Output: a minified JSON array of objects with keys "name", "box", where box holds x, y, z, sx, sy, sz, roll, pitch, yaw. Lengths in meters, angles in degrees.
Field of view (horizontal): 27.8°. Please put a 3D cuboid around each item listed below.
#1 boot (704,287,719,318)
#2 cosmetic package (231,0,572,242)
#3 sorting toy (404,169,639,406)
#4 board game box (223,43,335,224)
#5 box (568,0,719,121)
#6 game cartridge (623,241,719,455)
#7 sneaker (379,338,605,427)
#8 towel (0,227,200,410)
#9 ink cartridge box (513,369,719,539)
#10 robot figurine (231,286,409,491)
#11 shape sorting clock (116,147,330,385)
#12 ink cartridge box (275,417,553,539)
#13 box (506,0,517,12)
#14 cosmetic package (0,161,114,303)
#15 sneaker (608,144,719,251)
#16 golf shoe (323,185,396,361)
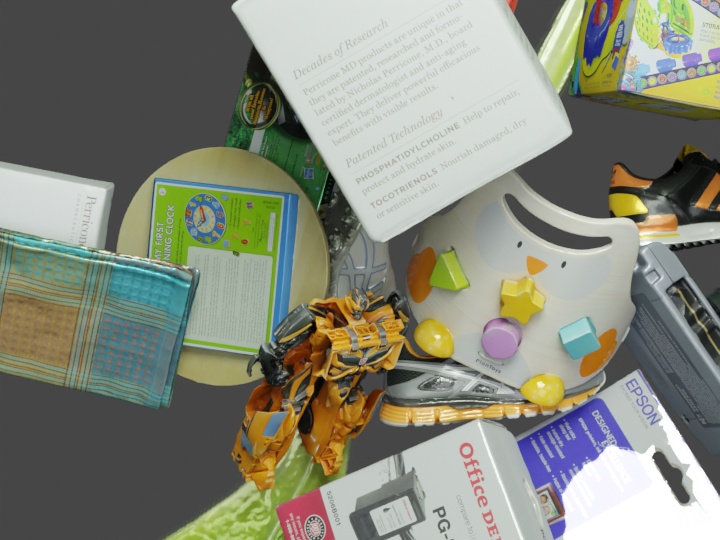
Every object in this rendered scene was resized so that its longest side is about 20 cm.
[{"name":"boot","box":[0.391,0.026,1.230,0.162,0.073,0.198,-37,141,9]},{"name":"cosmetic package","box":[0.034,-0.161,1.082,0.166,0.167,0.200,-29,103,12]},{"name":"sorting toy","box":[0.138,0.000,1.181,0.199,0.107,0.180,24,134,4]},{"name":"board game box","box":[-0.058,-0.130,1.231,0.104,0.023,0.201,19,95,19]},{"name":"box","box":[0.262,-0.226,1.175,0.122,0.200,0.193,10,94,-4]},{"name":"game cartridge","box":[0.275,0.068,1.238,0.040,0.133,0.200,-35,92,-17]},{"name":"sneaker","box":[0.114,0.091,1.262,0.199,0.078,0.078,-4,85,-6]},{"name":"towel","box":[-0.241,0.039,1.193,0.199,0.022,0.147,12,123,-6]},{"name":"ink cartridge box","box":[0.203,0.216,1.242,0.200,0.043,0.198,-29,63,3]},{"name":"robot figurine","box":[-0.029,0.094,1.195,0.145,0.058,0.200,-8,140,-35]},{"name":"shape sorting clock","box":[-0.117,-0.003,1.224,0.199,0.039,0.201,1,94,17]},{"name":"ink cartridge box","box":[0.050,0.228,1.215,0.200,0.083,0.146,-26,69,16]},{"name":"box","box":[0.079,-0.235,1.213,0.099,0.095,0.201,17,95,-4]},{"name":"cosmetic package","box":[-0.315,-0.042,1.218,0.199,0.071,0.102,10,95,-6]},{"name":"sneaker","box":[0.312,-0.069,1.261,0.199,0.070,0.090,-8,87,-6]},{"name":"golf shoe","box":[0.000,0.000,1.255,0.097,0.078,0.200,22,100,-23]}]
